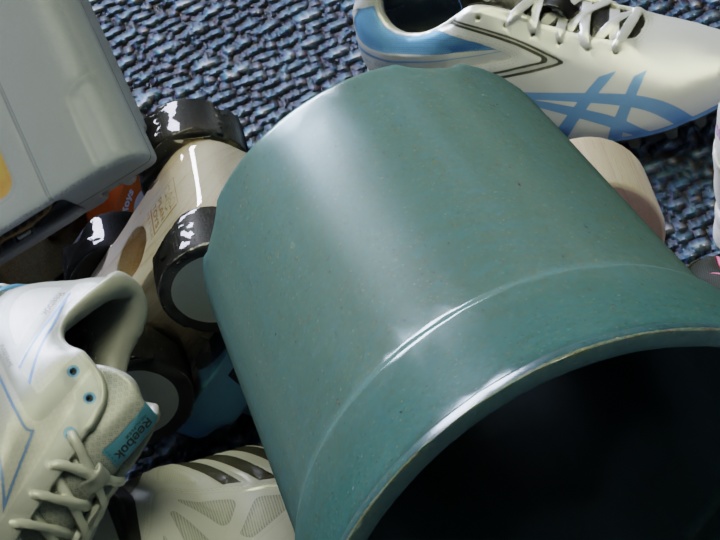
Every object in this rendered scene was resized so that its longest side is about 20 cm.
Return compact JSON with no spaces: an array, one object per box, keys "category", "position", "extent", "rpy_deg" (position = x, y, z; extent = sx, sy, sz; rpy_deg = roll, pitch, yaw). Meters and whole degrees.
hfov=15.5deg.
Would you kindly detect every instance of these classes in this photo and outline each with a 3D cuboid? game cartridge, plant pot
[{"category":"game cartridge","position":[-0.193,-0.052,1.101],"extent":[0.200,0.042,0.133],"rpy_deg":[-31,75,13]},{"category":"plant pot","position":[0.043,0.040,0.945],"extent":[0.200,0.201,0.196],"rpy_deg":[-23,44,-8]}]

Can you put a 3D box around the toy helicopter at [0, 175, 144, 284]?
[{"category":"toy helicopter","position":[-0.156,-0.084,1.167],"extent":[0.079,0.201,0.132],"rpy_deg":[16,30,33]}]

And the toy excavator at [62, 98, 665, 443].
[{"category":"toy excavator","position":[0.000,0.000,1.104],"extent":[0.195,0.200,0.100],"rpy_deg":[-53,31,27]}]

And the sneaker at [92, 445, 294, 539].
[{"category":"sneaker","position":[-0.034,0.126,0.980],"extent":[0.115,0.076,0.201],"rpy_deg":[-25,38,-7]}]

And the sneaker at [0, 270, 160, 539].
[{"category":"sneaker","position":[-0.118,0.075,0.975],"extent":[0.086,0.075,0.200],"rpy_deg":[-16,48,23]}]

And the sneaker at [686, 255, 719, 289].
[{"category":"sneaker","position":[0.188,0.038,1.015],"extent":[0.200,0.079,0.095],"rpy_deg":[16,38,32]}]

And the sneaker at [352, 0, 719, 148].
[{"category":"sneaker","position":[0.085,-0.105,1.210],"extent":[0.199,0.073,0.072],"rpy_deg":[10,45,27]}]

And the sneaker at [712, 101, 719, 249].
[{"category":"sneaker","position":[0.229,-0.079,1.106],"extent":[0.200,0.100,0.075],"rpy_deg":[-33,40,-20]}]
